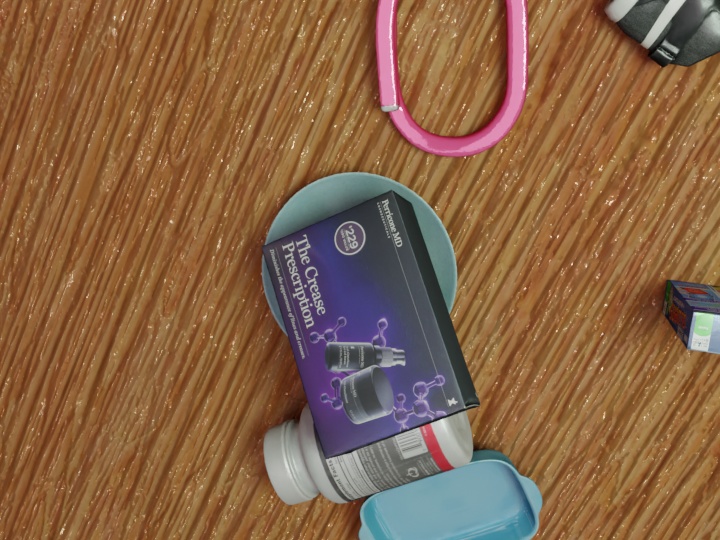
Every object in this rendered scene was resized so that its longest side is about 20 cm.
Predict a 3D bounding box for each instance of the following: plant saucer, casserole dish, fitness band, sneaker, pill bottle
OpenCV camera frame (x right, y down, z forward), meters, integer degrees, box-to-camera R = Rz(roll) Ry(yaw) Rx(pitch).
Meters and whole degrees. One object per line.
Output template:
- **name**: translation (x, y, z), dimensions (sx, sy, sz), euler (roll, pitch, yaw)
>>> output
- **plant saucer**: translation (0.000, 0.000, 0.915), dimensions (0.197, 0.039, 0.205), euler (3, 105, 9)
- **casserole dish**: translation (0.092, 0.249, 0.951), dimensions (0.197, 0.039, 0.122), euler (-22, 113, 14)
- **fitness band**: translation (0.085, -0.207, 0.847), dimensions (0.141, 0.037, 0.204), euler (0, 105, 10)
- **sneaker**: translation (0.317, -0.262, 0.776), dimensions (0.112, 0.073, 0.200), euler (42, 116, -5)
- **pill bottle**: translation (0.006, 0.168, 0.919), dimensions (0.197, 0.111, 0.112), euler (-20, 100, 15)

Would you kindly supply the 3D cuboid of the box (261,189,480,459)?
- **box**: translation (0.009, 0.050, 0.833), dimensions (0.139, 0.079, 0.203), euler (-21, 78, 12)

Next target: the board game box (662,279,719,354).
- **board game box**: translation (0.380, 0.050, 0.806), dimensions (0.196, 0.135, 0.035), euler (8, 102, 9)
